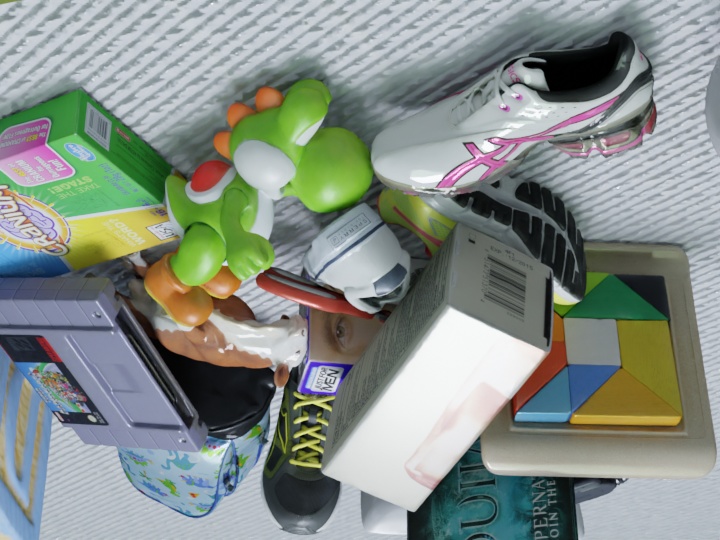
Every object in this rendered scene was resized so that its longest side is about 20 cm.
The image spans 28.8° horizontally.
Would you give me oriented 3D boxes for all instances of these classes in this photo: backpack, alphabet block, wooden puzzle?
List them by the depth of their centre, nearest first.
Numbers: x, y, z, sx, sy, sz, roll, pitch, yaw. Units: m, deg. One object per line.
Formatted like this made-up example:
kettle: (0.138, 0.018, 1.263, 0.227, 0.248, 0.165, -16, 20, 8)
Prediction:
wooden puzzle: (0.185, 0.065, 1.121, 0.185, 0.200, 0.037, 2, 152, -4)
alphabet block: (-0.403, 0.150, 1.276, 0.200, 0.196, 0.196, -1, 148, 0)
backpack: (-0.162, 0.145, 1.327, 0.163, 0.154, 0.200, 21, 164, 6)

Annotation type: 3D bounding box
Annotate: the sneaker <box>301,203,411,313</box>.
sneaker: (0.000, 0.000, 1.066, 0.073, 0.071, 0.200, -34, 177, 0)

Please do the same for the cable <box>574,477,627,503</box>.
cable: (0.131, 0.144, 1.205, 0.200, 0.163, 0.051, -18, 127, 6)

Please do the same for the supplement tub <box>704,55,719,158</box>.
supplement tub: (0.330, -0.079, 0.930, 0.145, 0.146, 0.200, -19, 145, 29)

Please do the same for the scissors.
scissors: (0.011, 0.036, 1.104, 0.200, 0.014, 0.073, 21, -174, -11)

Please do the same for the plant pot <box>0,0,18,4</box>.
plant pot: (-0.215, -0.208, 0.689, 0.193, 0.201, 0.200, -1, 152, -24)

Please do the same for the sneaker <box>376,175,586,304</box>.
sneaker: (0.096, -0.029, 1.091, 0.200, 0.078, 0.090, 34, 137, -28)

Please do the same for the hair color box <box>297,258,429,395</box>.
hair color box: (0.049, 0.050, 1.186, 0.200, 0.109, 0.065, 4, 149, -9)

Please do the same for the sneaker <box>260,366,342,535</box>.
sneaker: (-0.050, 0.141, 1.265, 0.074, 0.200, 0.085, 4, 139, 0)

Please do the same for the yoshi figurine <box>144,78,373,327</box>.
yoshi figurine: (-0.063, -0.042, 1.010, 0.112, 0.112, 0.200, 10, 130, -40)

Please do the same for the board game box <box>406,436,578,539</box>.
board game box: (0.103, 0.186, 1.111, 0.135, 0.200, 0.028, -10, 141, 15)

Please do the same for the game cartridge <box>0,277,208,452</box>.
game cartridge: (-0.223, 0.082, 1.166, 0.130, 0.038, 0.200, -4, 136, 23)

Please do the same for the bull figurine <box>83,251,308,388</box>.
bull figurine: (-0.134, 0.035, 1.145, 0.200, 0.065, 0.121, 10, 156, 43)

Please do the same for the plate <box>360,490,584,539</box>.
plate: (0.099, 0.156, 1.290, 0.199, 0.200, 0.032, 3, 133, -4)

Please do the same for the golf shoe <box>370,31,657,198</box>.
golf shoe: (0.098, -0.112, 0.953, 0.200, 0.073, 0.092, -16, 141, 7)

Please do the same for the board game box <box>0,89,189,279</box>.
board game box: (-0.247, -0.054, 1.073, 0.200, 0.040, 0.153, -16, 146, 25)

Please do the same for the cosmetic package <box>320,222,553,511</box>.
cosmetic package: (0.057, 0.076, 1.053, 0.087, 0.103, 0.200, 26, 129, -12)
